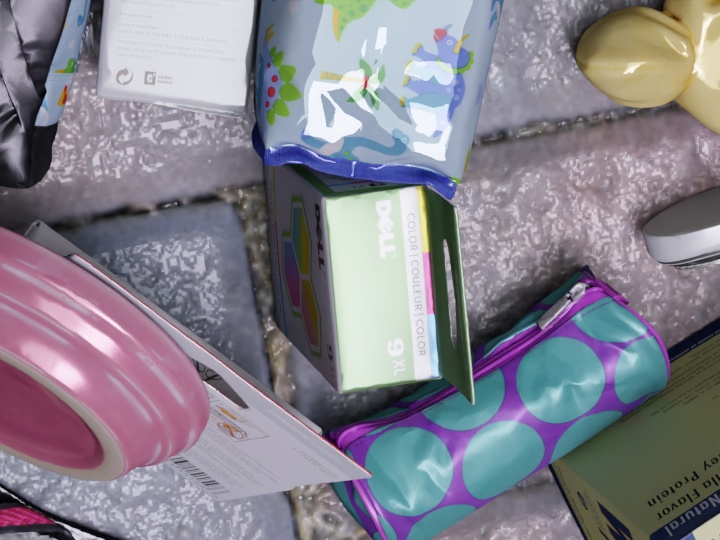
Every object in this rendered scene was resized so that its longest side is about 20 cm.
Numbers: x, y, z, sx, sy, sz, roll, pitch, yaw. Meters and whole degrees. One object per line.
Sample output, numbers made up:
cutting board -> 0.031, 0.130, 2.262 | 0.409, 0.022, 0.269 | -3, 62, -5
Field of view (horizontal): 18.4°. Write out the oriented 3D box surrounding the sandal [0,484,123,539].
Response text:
sandal -> -0.194, 0.159, 1.224 | 0.199, 0.045, 0.076 | 20, 97, -20

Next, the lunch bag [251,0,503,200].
lunch bag -> 0.008, -0.141, 1.130 | 0.126, 0.200, 0.172 | 11, 101, -11

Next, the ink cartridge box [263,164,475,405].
ink cartridge box -> 0.000, 0.000, 1.161 | 0.059, 0.200, 0.105 | -8, 105, -13

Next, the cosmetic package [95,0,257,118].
cosmetic package -> -0.086, -0.186, 1.125 | 0.080, 0.113, 0.202 | 7, 99, -5

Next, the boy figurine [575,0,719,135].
boy figurine -> 0.218, -0.128, 1.270 | 0.198, 0.064, 0.125 | -15, 107, -12

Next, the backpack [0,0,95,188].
backpack -> -0.198, -0.168, 1.096 | 0.162, 0.154, 0.201 | 17, 116, 0

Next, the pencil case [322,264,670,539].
pencil case -> 0.074, 0.079, 1.265 | 0.199, 0.085, 0.093 | -33, 125, -7

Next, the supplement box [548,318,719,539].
supplement box -> 0.240, 0.126, 1.264 | 0.199, 0.200, 0.135 | -31, 110, -8

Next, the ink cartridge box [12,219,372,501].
ink cartridge box -> -0.101, 0.046, 1.157 | 0.200, 0.173, 0.044 | 38, 62, -21

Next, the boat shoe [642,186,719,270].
boat shoe -> 0.262, -0.023, 1.304 | 0.198, 0.071, 0.064 | -14, 106, -15

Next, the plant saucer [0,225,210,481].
plant saucer -> -0.173, 0.046, 1.121 | 0.200, 0.200, 0.051 | 39, 63, -21
